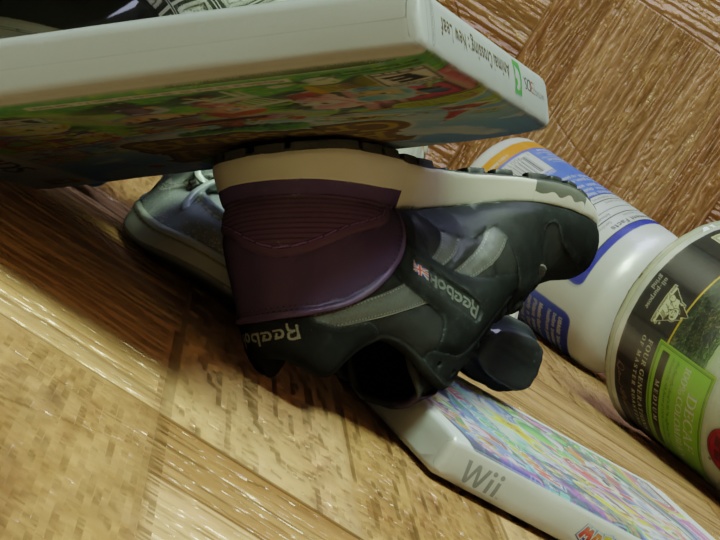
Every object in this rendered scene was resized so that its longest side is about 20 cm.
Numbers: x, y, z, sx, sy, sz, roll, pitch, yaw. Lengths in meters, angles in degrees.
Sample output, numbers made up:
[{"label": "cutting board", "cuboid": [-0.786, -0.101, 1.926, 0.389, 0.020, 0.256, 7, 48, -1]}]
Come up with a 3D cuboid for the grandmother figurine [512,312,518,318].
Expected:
[{"label": "grandmother figurine", "cuboid": [0.000, -0.019, 1.153, 0.199, 0.061, 0.122, 35, 32, -14]}]

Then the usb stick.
[{"label": "usb stick", "cuboid": [0.000, 0.000, 0.991, 0.199, 0.033, 0.055, 31, -1, 42]}]

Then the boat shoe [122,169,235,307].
[{"label": "boat shoe", "cuboid": [-0.046, -0.030, 0.896, 0.074, 0.065, 0.202, 32, 10, -7]}]

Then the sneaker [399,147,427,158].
[{"label": "sneaker", "cuboid": [-0.014, -0.064, 1.030, 0.077, 0.079, 0.200, 11, 6, -13]}]

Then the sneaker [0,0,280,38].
[{"label": "sneaker", "cuboid": [-0.083, -0.099, 0.823, 0.075, 0.089, 0.199, -6, -2, 37]}]

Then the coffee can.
[{"label": "coffee can", "cuboid": [0.258, 0.077, 1.289, 0.146, 0.147, 0.200, 28, 7, -42]}]

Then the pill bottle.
[{"label": "pill bottle", "cuboid": [0.158, 0.001, 1.556, 0.200, 0.113, 0.112, 37, 7, 31]}]

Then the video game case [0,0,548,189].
[{"label": "video game case", "cuboid": [-0.052, -0.054, 0.723, 0.198, 0.022, 0.182, -6, -5, 16]}]

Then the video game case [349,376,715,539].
[{"label": "video game case", "cuboid": [0.078, 0.083, 0.888, 0.199, 0.018, 0.143, 30, 7, -30]}]

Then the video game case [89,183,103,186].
[{"label": "video game case", "cuboid": [-0.156, -0.145, 0.894, 0.199, 0.144, 0.018, 31, -15, -19]}]

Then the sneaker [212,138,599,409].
[{"label": "sneaker", "cuboid": [0.019, 0.008, 0.822, 0.075, 0.089, 0.199, -9, -9, 39]}]
